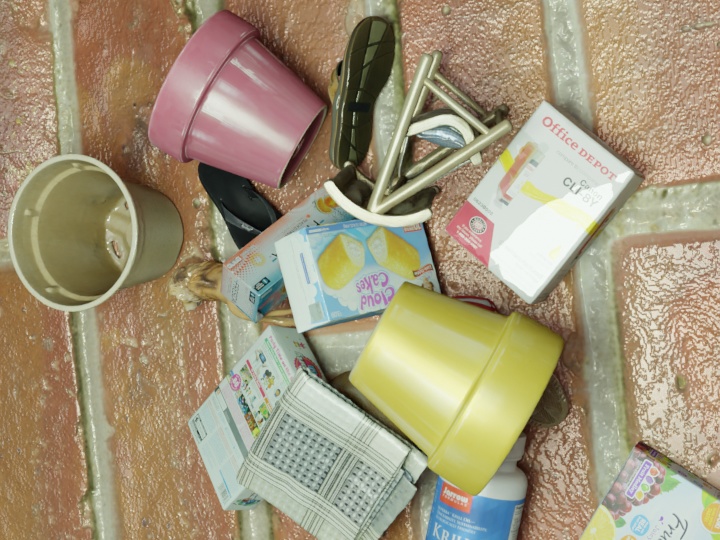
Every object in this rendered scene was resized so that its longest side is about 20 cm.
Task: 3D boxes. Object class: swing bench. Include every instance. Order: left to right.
[{"bbox_3d":[0.070,-0.145,1.345,0.129,0.199,0.201,38,104,-3],"label":"swing bench"}]

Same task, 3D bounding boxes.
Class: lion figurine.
[{"bbox_3d":[-0.162,0.029,1.472,0.199,0.121,0.073,12,99,53],"label":"lion figurine"}]

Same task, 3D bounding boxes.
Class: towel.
[{"bbox_3d":[-0.037,0.244,1.365,0.199,0.035,0.194,34,113,6],"label":"towel"}]

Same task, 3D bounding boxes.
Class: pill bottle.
[{"bbox_3d":[0.143,0.291,1.381,0.111,0.112,0.203,12,95,20],"label":"pill bottle"}]

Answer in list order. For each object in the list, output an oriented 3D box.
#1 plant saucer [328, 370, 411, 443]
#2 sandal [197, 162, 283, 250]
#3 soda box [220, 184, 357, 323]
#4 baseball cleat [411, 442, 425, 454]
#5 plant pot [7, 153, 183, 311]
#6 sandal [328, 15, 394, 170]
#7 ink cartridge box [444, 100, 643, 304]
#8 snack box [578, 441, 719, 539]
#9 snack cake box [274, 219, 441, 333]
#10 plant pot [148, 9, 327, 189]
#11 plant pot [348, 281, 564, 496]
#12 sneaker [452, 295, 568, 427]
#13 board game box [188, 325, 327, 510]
[{"bbox_3d":[-0.019,0.226,1.433,0.199,0.035,0.203,-11,74,45],"label":"plant saucer"},{"bbox_3d":[-0.154,-0.080,1.512,0.076,0.043,0.200,-37,75,-17],"label":"sandal"},{"bbox_3d":[-0.086,-0.025,1.429,0.068,0.200,0.064,39,148,17],"label":"soda box"},{"bbox_3d":[0.071,0.189,1.440,0.106,0.070,0.201,39,114,10],"label":"baseball cleat"},{"bbox_3d":[-0.340,-0.050,1.527,0.198,0.183,0.203,0,91,21],"label":"plant pot"},{"bbox_3d":[-0.010,-0.232,1.466,0.054,0.081,0.202,22,106,41],"label":"sandal"},{"bbox_3d":[0.221,-0.082,1.361,0.145,0.083,0.201,41,104,16],"label":"ink cartridge box"},{"bbox_3d":[0.339,0.328,1.337,0.141,0.053,0.202,31,101,17],"label":"snack box"},{"bbox_3d":[0.000,0.000,1.384,0.067,0.199,0.116,-23,81,46],"label":"snack cake box"},{"bbox_3d":[-0.148,-0.206,1.459,0.178,0.200,0.201,30,101,2],"label":"plant pot"},{"bbox_3d":[0.097,0.114,1.248,0.188,0.201,0.202,31,101,5],"label":"plant pot"},{"bbox_3d":[0.177,0.106,1.399,0.200,0.113,0.071,42,104,-15],"label":"sneaker"},{"bbox_3d":[-0.128,0.194,1.471,0.200,0.064,0.148,-48,53,26],"label":"board game box"}]
